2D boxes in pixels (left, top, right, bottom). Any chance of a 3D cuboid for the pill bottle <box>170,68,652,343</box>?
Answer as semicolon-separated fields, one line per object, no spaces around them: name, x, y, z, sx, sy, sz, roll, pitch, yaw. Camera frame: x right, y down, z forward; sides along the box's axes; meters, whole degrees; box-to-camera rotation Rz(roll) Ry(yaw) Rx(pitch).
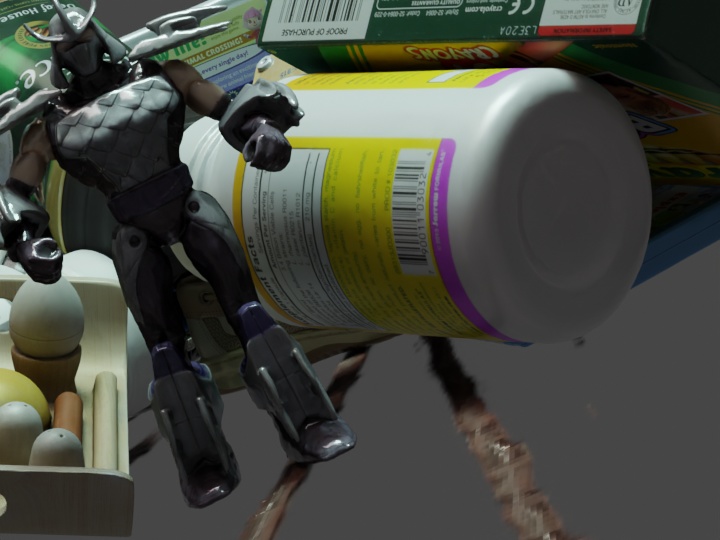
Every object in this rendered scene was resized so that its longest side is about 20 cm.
pill bottle;0.011;-0.027;1.152;0.104;0.105;0.199;-27;20;-39

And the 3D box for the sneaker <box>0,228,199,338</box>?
sneaker;-0.117;-0.012;1.498;0.111;0.073;0.200;15;35;12

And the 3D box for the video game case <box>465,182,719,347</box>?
video game case;0.050;-0.011;1.263;0.143;0.018;0.199;-26;21;-36

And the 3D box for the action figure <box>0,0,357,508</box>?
action figure;-0.072;-0.015;1.094;0.130;0.201;0.069;-24;8;3

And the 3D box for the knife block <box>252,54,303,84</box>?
knife block;0.015;-0.037;1.523;0.064;0.176;0.200;-28;30;25

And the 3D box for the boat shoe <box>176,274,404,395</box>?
boat shoe;0.000;0.000;1.388;0.199;0.065;0.071;-21;5;22

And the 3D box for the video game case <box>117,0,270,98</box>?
video game case;-0.111;-0.038;1.608;0.199;0.183;0.022;-24;6;-15

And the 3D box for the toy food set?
toy food set;-0.162;0.046;1.159;0.143;0.061;0.200;2;19;-6

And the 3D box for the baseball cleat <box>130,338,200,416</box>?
baseball cleat;-0.090;0.034;1.535;0.199;0.070;0.106;-29;20;-13

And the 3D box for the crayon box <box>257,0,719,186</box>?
crayon box;0.089;-0.086;1.185;0.199;0.059;0.172;3;-16;42

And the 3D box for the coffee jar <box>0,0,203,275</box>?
coffee jar;-0.137;-0.069;1.432;0.104;0.086;0.200;-19;38;-33

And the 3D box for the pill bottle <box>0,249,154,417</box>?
pill bottle;-0.188;0.063;1.309;0.199;0.111;0.110;-27;6;-36
